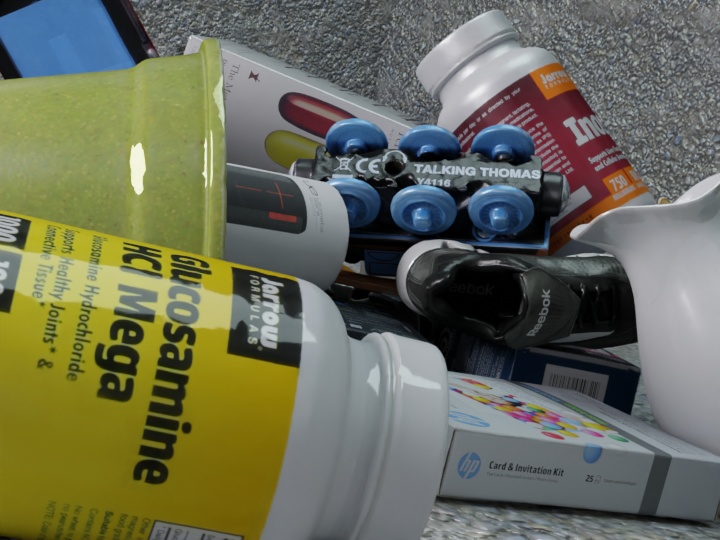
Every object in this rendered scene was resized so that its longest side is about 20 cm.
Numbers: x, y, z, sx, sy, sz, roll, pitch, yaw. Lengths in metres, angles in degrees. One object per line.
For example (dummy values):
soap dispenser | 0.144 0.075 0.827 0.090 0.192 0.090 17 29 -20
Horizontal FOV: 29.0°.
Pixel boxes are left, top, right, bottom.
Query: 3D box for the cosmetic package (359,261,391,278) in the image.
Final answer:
cosmetic package | 0.092 0.009 1.219 0.101 0.075 0.199 12 -15 -32

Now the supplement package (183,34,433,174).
supplement package | -0.050 -0.099 1.118 0.198 0.115 0.109 23 11 9

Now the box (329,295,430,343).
box | -0.062 0.041 0.931 0.198 0.052 0.158 12 6 -11

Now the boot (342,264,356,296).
boot | -0.057 0.008 1.163 0.143 0.072 0.200 19 3 44

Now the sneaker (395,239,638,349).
sneaker | 0.123 0.023 0.917 0.197 0.067 0.091 7 10 -4

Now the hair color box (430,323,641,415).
hair color box | 0.118 0.070 1.038 0.099 0.061 0.200 12 6 -17

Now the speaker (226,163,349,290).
speaker | -0.105 -0.031 0.880 0.198 0.082 0.081 9 7 -39

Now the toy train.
toy train | 0.048 -0.041 0.990 0.197 0.087 0.115 3 -40 6

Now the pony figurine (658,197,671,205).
pony figurine | 0.249 0.035 1.037 0.166 0.201 0.193 -31 4 -4

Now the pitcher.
pitcher | 0.247 0.029 0.865 0.170 0.202 0.121 -26 -2 -3

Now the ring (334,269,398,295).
ring | 0.000 0.000 1.080 0.198 0.019 0.200 12 9 -2

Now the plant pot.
plant pot | -0.165 -0.018 0.698 0.182 0.203 0.200 1 8 -10

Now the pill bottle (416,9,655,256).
pill bottle | 0.132 -0.098 1.093 0.201 0.113 0.113 56 15 8

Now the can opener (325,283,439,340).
can opener | -0.036 0.029 1.089 0.198 0.054 0.067 16 9 25

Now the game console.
game console | -0.216 -0.097 0.971 0.118 0.174 0.199 31 -22 -34

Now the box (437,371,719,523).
box | 0.090 0.097 0.815 0.198 0.042 0.156 9 7 -30

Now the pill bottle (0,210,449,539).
pill bottle | -0.073 0.049 0.510 0.198 0.114 0.112 12 6 -13
